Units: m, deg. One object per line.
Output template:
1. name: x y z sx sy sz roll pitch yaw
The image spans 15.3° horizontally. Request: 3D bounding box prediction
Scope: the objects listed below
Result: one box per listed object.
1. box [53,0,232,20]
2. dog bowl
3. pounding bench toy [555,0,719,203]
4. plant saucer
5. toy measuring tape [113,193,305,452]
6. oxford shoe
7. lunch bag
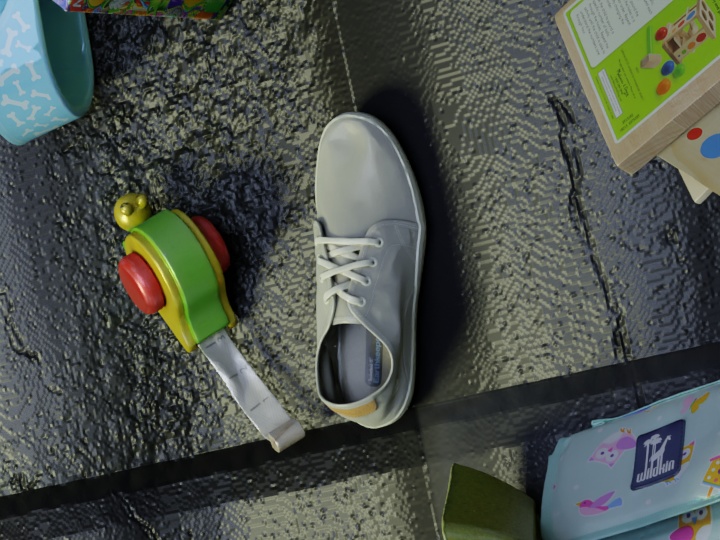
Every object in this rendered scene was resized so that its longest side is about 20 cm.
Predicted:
1. box: -0.125 -0.273 1.658 0.122 0.192 0.200 40 110 20
2. dog bowl: -0.222 -0.186 1.765 0.049 0.111 0.201 -11 88 14
3. pounding bench toy: 0.210 -0.135 1.527 0.124 0.156 0.201 -41 44 24
4. plant saucer: 0.098 0.220 1.570 0.048 0.200 0.201 -14 95 5
5. toy measuring tape: -0.099 0.025 1.727 0.074 0.073 0.200 -44 71 22
6. oxford shoe: 0.000 0.000 1.686 0.075 0.058 0.201 -1 91 30
7. lunch bag: 0.202 0.165 1.557 0.170 0.122 0.201 -24 68 31
